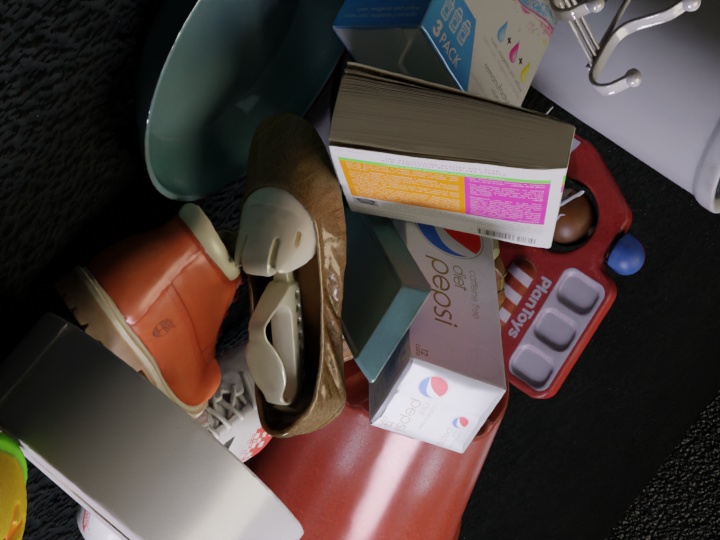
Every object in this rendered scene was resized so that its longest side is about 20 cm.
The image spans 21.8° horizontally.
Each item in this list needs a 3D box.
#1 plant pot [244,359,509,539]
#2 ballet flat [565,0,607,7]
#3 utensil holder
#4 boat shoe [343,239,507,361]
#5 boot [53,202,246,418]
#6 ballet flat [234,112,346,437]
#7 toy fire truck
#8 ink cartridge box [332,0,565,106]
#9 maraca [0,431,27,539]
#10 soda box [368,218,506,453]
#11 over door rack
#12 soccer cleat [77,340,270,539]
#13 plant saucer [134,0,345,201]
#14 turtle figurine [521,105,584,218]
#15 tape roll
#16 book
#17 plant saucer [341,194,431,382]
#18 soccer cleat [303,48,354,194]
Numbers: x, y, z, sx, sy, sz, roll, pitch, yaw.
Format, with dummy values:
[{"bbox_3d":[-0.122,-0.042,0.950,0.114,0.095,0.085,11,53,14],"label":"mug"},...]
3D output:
[{"bbox_3d":[0.012,0.132,1.409,0.200,0.200,0.196,-34,157,-46],"label":"plant pot"},{"bbox_3d":[0.137,-0.220,1.370,0.199,0.073,0.074,-25,144,-52],"label":"ballet flat"},{"bbox_3d":[0.252,-0.172,1.514,0.170,0.199,0.171,-46,159,-23],"label":"utensil holder"},{"bbox_3d":[0.024,0.038,1.304,0.199,0.072,0.069,-25,115,-24],"label":"boat shoe"},{"bbox_3d":[-0.106,0.027,1.151,0.107,0.075,0.200,-39,159,-6],"label":"boot"},{"bbox_3d":[-0.046,0.011,1.114,0.072,0.067,0.202,-38,132,-57],"label":"ballet flat"},{"bbox_3d":[0.146,-0.015,1.561,0.201,0.167,0.112,-57,161,4],"label":"toy fire truck"},{"bbox_3d":[0.071,-0.186,1.135,0.115,0.067,0.201,52,53,-43],"label":"ink cartridge box"},{"bbox_3d":[-0.243,0.149,1.010,0.136,0.107,0.201,-21,152,-28],"label":"maraca"},{"bbox_3d":[0.046,0.018,1.202,0.201,0.068,0.064,-90,-155,-49],"label":"soda box"},{"bbox_3d":[0.165,-0.232,1.151,0.148,0.066,0.201,54,47,-42],"label":"over door rack"},{"bbox_3d":[-0.116,0.112,1.285,0.200,0.069,0.085,-42,161,-22],"label":"soccer cleat"},{"bbox_3d":[-0.068,-0.134,1.072,0.200,0.036,0.201,-47,159,-23],"label":"plant saucer"},{"bbox_3d":[0.085,-0.062,1.452,0.200,0.101,0.149,-45,148,16],"label":"turtle figurine"},{"bbox_3d":[-0.130,0.114,1.080,0.071,0.202,0.203,-49,160,-12],"label":"tape roll"},{"bbox_3d":[0.055,-0.057,1.096,0.200,0.132,0.049,78,24,-78],"label":"book"},{"bbox_3d":[0.000,0.000,1.201,0.070,0.019,0.200,-58,-160,13],"label":"plant saucer"},{"bbox_3d":[-0.001,-0.089,1.224,0.201,0.085,0.068,-60,160,12],"label":"soccer cleat"}]
